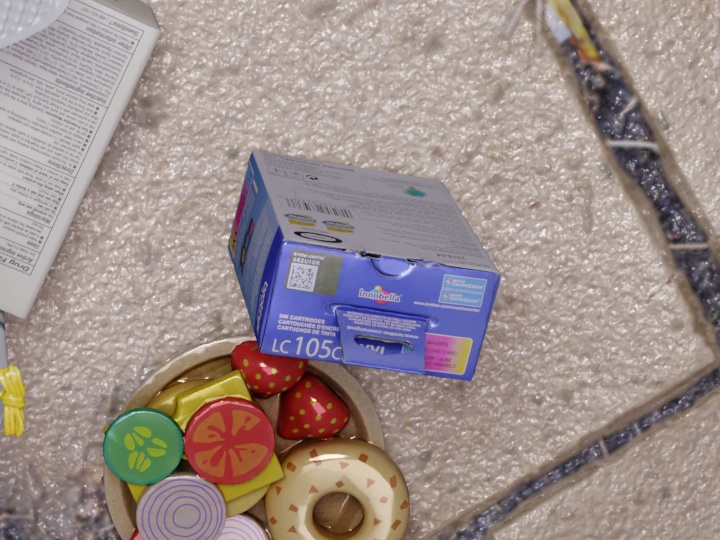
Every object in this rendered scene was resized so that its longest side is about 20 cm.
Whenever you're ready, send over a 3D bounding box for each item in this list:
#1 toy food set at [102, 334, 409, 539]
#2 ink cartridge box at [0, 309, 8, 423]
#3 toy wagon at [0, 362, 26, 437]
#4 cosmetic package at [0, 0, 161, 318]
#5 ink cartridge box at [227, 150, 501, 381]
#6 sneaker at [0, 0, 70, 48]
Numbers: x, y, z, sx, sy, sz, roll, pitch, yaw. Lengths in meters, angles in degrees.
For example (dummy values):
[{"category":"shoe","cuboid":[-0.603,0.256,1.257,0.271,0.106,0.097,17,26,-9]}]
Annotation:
[{"category":"toy food set","cuboid":[-0.077,0.140,1.245,0.197,0.049,0.201,-24,113,-2]},{"category":"ink cartridge box","cuboid":[-0.287,0.046,1.089,0.146,0.200,0.083,24,101,-19]},{"category":"toy wagon","cuboid":[-0.275,0.072,0.972,0.198,0.040,0.156,-3,108,-12]},{"category":"cosmetic package","cuboid":[-0.209,-0.085,1.124,0.105,0.071,0.201,25,103,-19]},{"category":"ink cartridge box","cuboid":[0.000,0.000,1.127,0.135,0.200,0.077,8,108,-14]},{"category":"sneaker","cuboid":[-0.247,-0.135,0.989,0.199,0.080,0.079,-18,117,0]}]
